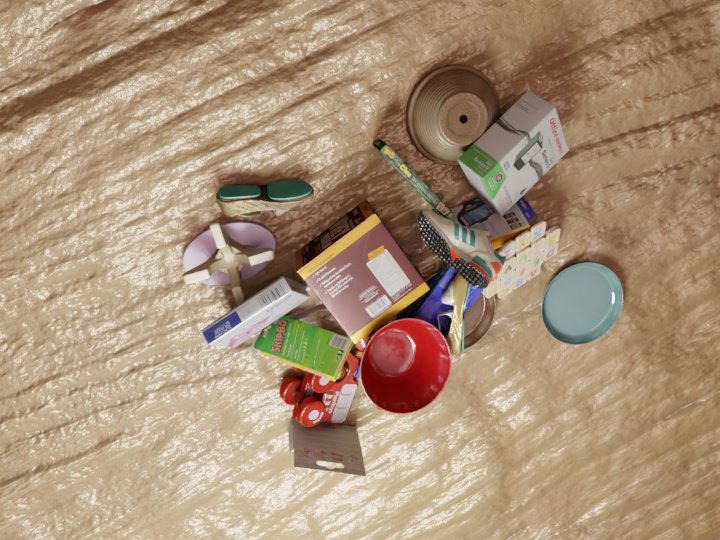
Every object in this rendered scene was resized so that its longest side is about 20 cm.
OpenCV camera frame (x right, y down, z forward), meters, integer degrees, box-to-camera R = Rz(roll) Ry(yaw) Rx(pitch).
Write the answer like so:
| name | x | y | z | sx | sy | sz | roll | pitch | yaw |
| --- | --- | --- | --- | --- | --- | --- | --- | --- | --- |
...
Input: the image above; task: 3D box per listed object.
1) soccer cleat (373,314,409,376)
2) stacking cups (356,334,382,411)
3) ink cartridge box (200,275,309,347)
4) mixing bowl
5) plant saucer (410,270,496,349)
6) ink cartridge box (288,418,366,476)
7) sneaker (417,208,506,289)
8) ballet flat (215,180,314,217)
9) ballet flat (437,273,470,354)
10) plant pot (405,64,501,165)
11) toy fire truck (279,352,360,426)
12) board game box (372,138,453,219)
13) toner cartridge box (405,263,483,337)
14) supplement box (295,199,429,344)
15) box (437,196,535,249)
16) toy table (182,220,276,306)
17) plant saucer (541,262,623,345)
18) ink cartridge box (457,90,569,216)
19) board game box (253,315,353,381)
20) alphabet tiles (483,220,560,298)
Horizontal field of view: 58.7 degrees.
| name | x | y | z | sx | sy | sz | roll | pitch | yaw |
| --- | --- | --- | --- | --- | --- | --- | --- | --- | --- |
| soccer cleat | 0.087 | 0.171 | 1.439 | 0.084 | 0.069 | 0.202 | -23 | 105 | 2 |
| stacking cups | 0.033 | 0.218 | 1.449 | 0.060 | 0.061 | 0.202 | -20 | 109 | -1 |
| ink cartridge box | -0.201 | 0.090 | 1.307 | 0.195 | 0.200 | 0.044 | -34 | 77 | 4 |
| mixing bowl | 0.082 | 0.189 | 1.353 | 0.197 | 0.108 | 0.203 | -2 | 99 | -13 |
| plant saucer | 0.206 | 0.087 | 1.444 | 0.198 | 0.035 | 0.203 | -2 | 107 | -6 |
| ink cartridge box | -0.077 | 0.404 | 1.419 | 0.158 | 0.200 | 0.048 | 11 | 106 | -10 |
| sneaker | 0.203 | -0.059 | 1.275 | 0.093 | 0.071 | 0.200 | -38 | 73 | -24 |
| ballet flat | -0.193 | -0.143 | 1.311 | 0.197 | 0.071 | 0.066 | -2 | 135 | -4 |
| ballet flat | 0.195 | 0.083 | 1.346 | 0.062 | 0.069 | 0.203 | 5 | 106 | 5 |
| plant pot | 0.195 | -0.307 | 1.286 | 0.198 | 0.093 | 0.203 | -2 | 109 | -7 |
| toy fire truck | -0.075 | 0.253 | 1.433 | 0.167 | 0.112 | 0.202 | 9 | 107 | -37 |
| board game box | 0.106 | -0.187 | 1.306 | 0.023 | 0.105 | 0.200 | -45 | 108 | 5 |
| toner cartridge box | 0.195 | 0.053 | 1.392 | 0.095 | 0.043 | 0.201 | 34 | 100 | -15 |
| supplement box | 0.000 | 0.000 | 1.336 | 0.196 | 0.133 | 0.201 | -36 | 109 | 5 |
| box | 0.262 | -0.098 | 1.348 | 0.198 | 0.120 | 0.042 | -18 | 141 | -2 |
| toy table | -0.268 | -0.021 | 1.304 | 0.198 | 0.117 | 0.185 | -27 | 109 | 1 |
| plant saucer | 0.509 | 0.075 | 1.483 | 0.197 | 0.027 | 0.203 | -2 | 108 | -6 |
| ink cartridge box | 0.310 | -0.234 | 1.288 | 0.200 | 0.084 | 0.146 | -44 | 142 | 2 |
| board game box | -0.123 | 0.159 | 1.359 | 0.198 | 0.096 | 0.030 | 18 | 150 | 18 |
| alphabet tiles | 0.345 | -0.018 | 1.369 | 0.199 | 0.015 | 0.196 | -32 | 147 | -11 |
